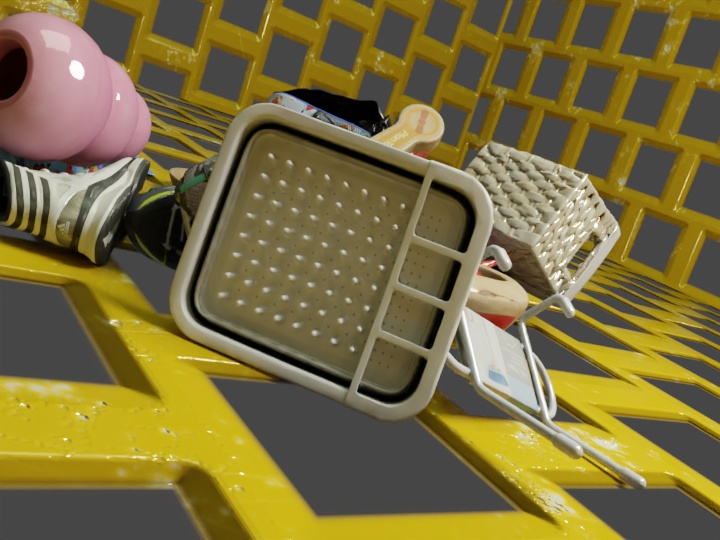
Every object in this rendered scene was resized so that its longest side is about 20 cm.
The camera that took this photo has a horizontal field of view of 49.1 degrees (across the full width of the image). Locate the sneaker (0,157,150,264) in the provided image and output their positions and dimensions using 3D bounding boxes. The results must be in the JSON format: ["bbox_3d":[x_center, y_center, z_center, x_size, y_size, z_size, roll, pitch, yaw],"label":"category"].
[{"bbox_3d":[-0.252,-0.074,0.682,0.113,0.077,0.201,20,13,-11],"label":"sneaker"}]

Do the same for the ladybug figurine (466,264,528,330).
[{"bbox_3d":[0.091,0.026,0.837,0.196,0.074,0.135,14,12,-31],"label":"ladybug figurine"}]

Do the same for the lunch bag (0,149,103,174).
[{"bbox_3d":[-0.399,-0.161,0.847,0.195,0.097,0.150,13,12,11],"label":"lunch bag"}]

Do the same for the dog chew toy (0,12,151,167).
[{"bbox_3d":[-0.265,-0.154,0.733,0.122,0.127,0.200,23,1,16],"label":"dog chew toy"}]

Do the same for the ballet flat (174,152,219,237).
[{"bbox_3d":[-0.114,-0.032,0.691,0.071,0.073,0.201,23,-19,19],"label":"ballet flat"}]

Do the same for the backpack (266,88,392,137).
[{"bbox_3d":[-0.055,-0.110,0.925,0.189,0.154,0.201,36,-19,25],"label":"backpack"}]

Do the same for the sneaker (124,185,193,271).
[{"bbox_3d":[-0.176,-0.045,0.735,0.079,0.076,0.200,12,4,8],"label":"sneaker"}]

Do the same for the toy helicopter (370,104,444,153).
[{"bbox_3d":[0.008,-0.089,0.709,0.198,0.079,0.132,-35,70,-27],"label":"toy helicopter"}]

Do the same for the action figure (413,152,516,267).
[{"bbox_3d":[0.117,-0.054,0.963,0.097,0.205,0.065,-22,11,-20],"label":"action figure"}]

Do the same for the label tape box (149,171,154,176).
[{"bbox_3d":[-0.386,-0.202,1.092,0.196,0.065,0.144,13,14,-32],"label":"label tape box"}]

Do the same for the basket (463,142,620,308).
[{"bbox_3d":[0.215,-0.067,1.037,0.199,0.136,0.124,31,-12,50],"label":"basket"}]

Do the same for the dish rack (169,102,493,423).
[{"bbox_3d":[-0.021,-0.007,0.551,0.196,0.175,0.044,21,0,7],"label":"dish rack"}]

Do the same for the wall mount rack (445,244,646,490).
[{"bbox_3d":[0.134,0.081,0.598,0.198,0.074,0.177,29,40,-44],"label":"wall mount rack"}]

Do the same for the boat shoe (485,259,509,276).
[{"bbox_3d":[0.103,-0.007,1.044,0.197,0.077,0.074,27,4,-10],"label":"boat shoe"}]

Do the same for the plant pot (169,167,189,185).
[{"bbox_3d":[-0.164,-0.091,1.058,0.196,0.028,0.200,20,10,-4],"label":"plant pot"}]
